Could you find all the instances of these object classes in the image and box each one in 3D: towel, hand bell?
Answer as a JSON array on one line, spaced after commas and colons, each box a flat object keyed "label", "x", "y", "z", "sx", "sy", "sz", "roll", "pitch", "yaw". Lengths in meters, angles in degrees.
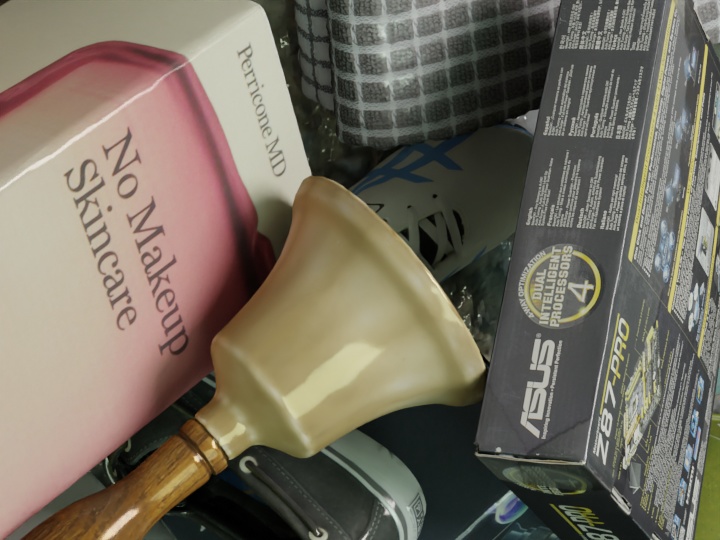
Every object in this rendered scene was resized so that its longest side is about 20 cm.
[{"label": "towel", "x": 0.069, "y": -0.151, "z": 0.875, "sx": 0.199, "sy": 0.086, "sz": 0.166, "roll": -18, "pitch": 124, "yaw": -17}, {"label": "hand bell", "x": -0.063, "y": 0.066, "z": 0.770, "sx": 0.200, "sy": 0.104, "sz": 0.104, "roll": -38, "pitch": 128, "yaw": -14}]

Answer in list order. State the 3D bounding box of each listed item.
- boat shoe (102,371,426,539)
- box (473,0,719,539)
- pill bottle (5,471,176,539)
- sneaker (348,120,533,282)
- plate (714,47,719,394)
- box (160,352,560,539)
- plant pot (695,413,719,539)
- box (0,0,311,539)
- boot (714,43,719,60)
[{"label": "boat shoe", "x": -0.069, "y": 0.068, "z": 0.860, "sx": 0.057, "sy": 0.200, "sz": 0.069, "roll": -42, "pitch": 145, "yaw": -39}, {"label": "box", "x": 0.105, "y": 0.004, "z": 0.843, "sx": 0.161, "sy": 0.049, "sz": 0.201, "roll": 48, "pitch": 50, "yaw": -61}, {"label": "pill bottle", "x": -0.098, "y": 0.179, "z": 0.958, "sx": 0.112, "sy": 0.112, "sz": 0.200, "roll": -37, "pitch": 127, "yaw": -4}, {"label": "sneaker", "x": 0.000, "y": 0.000, "z": 0.934, "sx": 0.200, "sy": 0.072, "sz": 0.072, "roll": -28, "pitch": 124, "yaw": -12}, {"label": "plate", "x": 0.177, "y": -0.017, "z": 1.043, "sx": 0.199, "sy": 0.026, "sz": 0.201, "roll": -12, "pitch": 122, "yaw": -20}, {"label": "box", "x": 0.032, "y": 0.123, "z": 0.960, "sx": 0.148, "sy": 0.107, "sz": 0.200, "roll": -42, "pitch": 147, "yaw": 1}, {"label": "plant pot", "x": 0.179, "y": 0.179, "z": 1.077, "sx": 0.187, "sy": 0.187, "sz": 0.201, "roll": 8, "pitch": 99, "yaw": -30}, {"label": "box", "x": -0.123, "y": -0.009, "z": 0.801, "sx": 0.200, "sy": 0.109, "sz": 0.128, "roll": -39, "pitch": 130, "yaw": -31}, {"label": "boot", "x": 0.210, "y": -0.150, "z": 0.953, "sx": 0.090, "sy": 0.073, "sz": 0.201, "roll": -13, "pitch": 118, "yaw": -22}]
